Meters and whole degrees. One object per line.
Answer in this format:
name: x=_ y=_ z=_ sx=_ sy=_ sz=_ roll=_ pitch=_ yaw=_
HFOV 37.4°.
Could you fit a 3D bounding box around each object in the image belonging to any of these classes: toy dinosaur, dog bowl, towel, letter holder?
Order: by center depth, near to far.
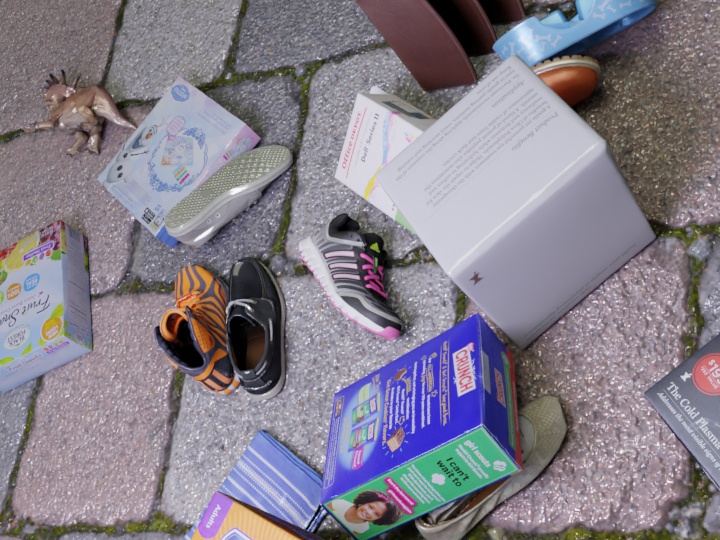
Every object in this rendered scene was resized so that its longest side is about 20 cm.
towel: x=-0.130 y=0.297 z=1.226 sx=0.144 sy=0.024 sz=0.201 roll=32 pitch=85 yaw=40
dog bowl: x=0.254 y=-0.287 z=1.244 sx=0.199 sy=0.111 sz=0.050 roll=-26 pitch=87 yaw=17
letter holder: x=0.106 y=-0.320 z=1.290 sx=0.141 sy=0.200 sz=0.101 roll=-2 pitch=65 yaw=30
toy dinosaur: x=-0.440 y=-0.258 z=1.675 sx=0.198 sy=0.086 sz=0.136 roll=-2 pitch=58 yaw=25

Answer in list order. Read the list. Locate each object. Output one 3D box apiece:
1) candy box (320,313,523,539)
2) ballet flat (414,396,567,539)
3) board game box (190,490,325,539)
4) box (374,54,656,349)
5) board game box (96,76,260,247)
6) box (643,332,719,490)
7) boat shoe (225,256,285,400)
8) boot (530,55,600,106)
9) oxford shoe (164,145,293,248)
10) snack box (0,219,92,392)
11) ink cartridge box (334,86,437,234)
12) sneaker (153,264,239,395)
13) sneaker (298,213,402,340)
candy box: x=0.062 y=0.161 z=1.093 sx=0.199 sy=0.077 sz=0.170 roll=-32 pitch=27 yaw=25
ballet flat: x=0.134 y=0.203 z=1.086 sx=0.200 sy=0.062 sz=0.067 roll=-48 pitch=51 yaw=1
board game box: x=-0.066 y=0.367 z=1.036 sx=0.199 sy=0.200 sz=0.201 roll=19 pitch=76 yaw=37
box: x=0.166 y=-0.068 z=1.122 sx=0.199 sy=0.200 sz=0.172 roll=-40 pitch=50 yaw=6
board game box: x=-0.265 y=-0.160 z=1.530 sx=0.199 sy=0.043 sz=0.200 roll=-52 pitch=47 yaw=0
box: x=0.389 y=0.139 z=0.936 sx=0.182 sy=0.104 sz=0.200 roll=-40 pitch=52 yaw=6
boat shoe: x=-0.136 y=0.060 z=1.326 sx=0.071 sy=0.068 sz=0.201 roll=-21 pitch=53 yaw=15
boot: x=0.198 y=-0.169 z=1.242 sx=0.199 sy=0.075 sz=0.108 roll=-28 pitch=57 yaw=27
oxford shoe: x=-0.174 y=-0.101 z=1.445 sx=0.200 sy=0.058 sz=0.075 roll=-38 pitch=43 yaw=-9
snack box: x=-0.476 y=0.051 z=1.541 sx=0.168 sy=0.068 sz=0.201 roll=-25 pitch=57 yaw=18
ink cartridge box: x=0.040 y=-0.140 z=1.291 sx=0.200 sy=0.067 sz=0.118 roll=37 pitch=120 yaw=39
sneaker: x=-0.212 y=0.056 z=1.345 sx=0.077 sy=0.112 sz=0.201 roll=-35 pitch=53 yaw=11
sneaker: x=0.000 y=0.000 z=1.268 sx=0.088 sy=0.074 sz=0.200 roll=-48 pitch=46 yaw=9
